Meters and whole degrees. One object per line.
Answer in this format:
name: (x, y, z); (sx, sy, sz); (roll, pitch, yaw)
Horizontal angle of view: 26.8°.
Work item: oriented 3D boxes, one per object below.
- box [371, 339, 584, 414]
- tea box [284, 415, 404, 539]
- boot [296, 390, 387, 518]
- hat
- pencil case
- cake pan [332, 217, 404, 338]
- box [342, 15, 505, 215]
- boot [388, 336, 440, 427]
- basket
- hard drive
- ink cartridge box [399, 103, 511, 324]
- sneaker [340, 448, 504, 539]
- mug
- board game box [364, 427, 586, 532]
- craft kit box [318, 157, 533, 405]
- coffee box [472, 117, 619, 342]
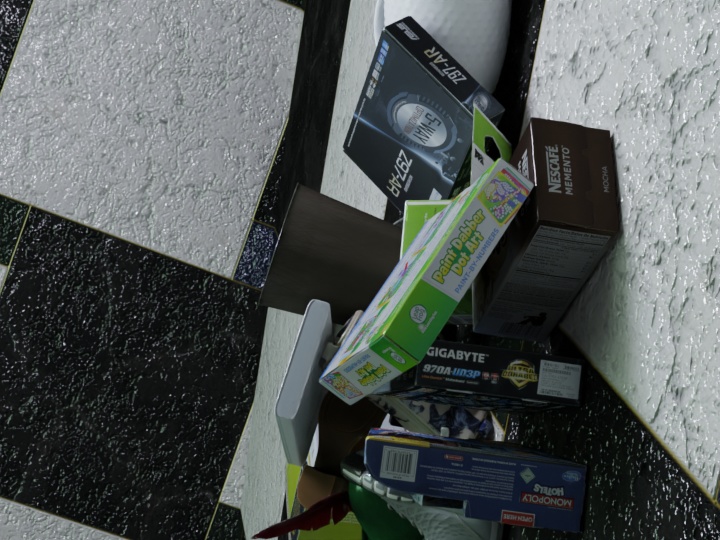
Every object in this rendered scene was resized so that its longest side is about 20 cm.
box: (0.106, 0.103, 1.432); (0.200, 0.157, 0.047); (147, 131, -77)
tea box: (-0.024, 0.270, 2.068); (0.201, 0.132, 0.199); (-99, 20, -55)
boot: (0.002, 0.200, 1.777); (0.202, 0.076, 0.155); (-69, -19, -4)
hat: (-0.002, 0.220, 1.664); (0.166, 0.175, 0.201); (-44, 25, 21)
pencil case: (0.046, 0.128, 1.632); (0.078, 0.199, 0.090); (-50, 6, 18)
cake pan: (0.035, 0.025, 1.886); (0.200, 0.037, 0.201); (-45, -25, -26)
box: (0.066, -0.157, 1.689); (0.160, 0.043, 0.201); (47, 144, 20)
boot: (0.075, 0.109, 1.797); (0.211, 0.078, 0.160); (170, 106, -79)
basket: (0.000, 0.000, 1.708); (0.181, 0.198, 0.137); (-78, 7, -66)
hard drive: (-0.059, 0.128, 1.666); (0.200, 0.026, 0.133); (86, -160, -69)
ink cartridge box: (0.104, -0.055, 1.589); (0.148, 0.075, 0.203); (31, -119, -64)
sneaker: (0.061, 0.263, 1.574); (0.075, 0.198, 0.117); (-23, -61, -50)
mug: (0.084, -0.278, 1.751); (0.199, 0.146, 0.178); (22, 117, 48)
board game box: (0.102, 0.192, 1.418); (0.200, 0.197, 0.063); (49, -132, -85)
craft kit box: (0.056, 0.014, 1.355); (0.201, 0.048, 0.198); (-55, 3, -22)
coffee box: (0.166, -0.034, 1.405); (0.201, 0.079, 0.114); (113, 162, -55)
